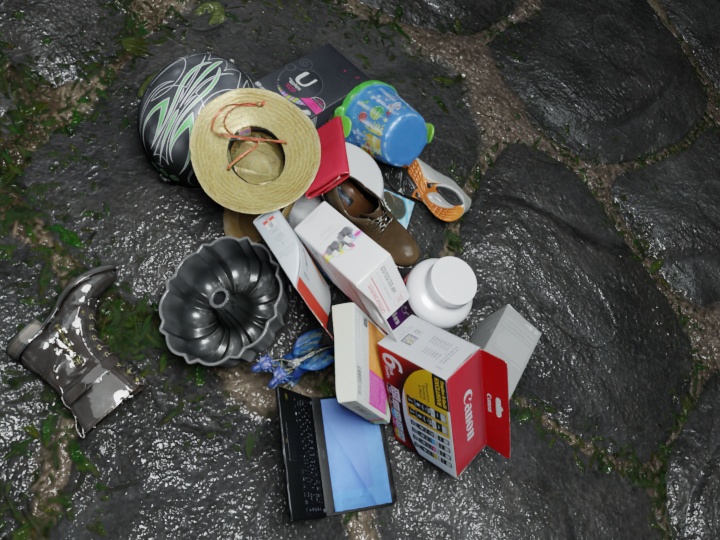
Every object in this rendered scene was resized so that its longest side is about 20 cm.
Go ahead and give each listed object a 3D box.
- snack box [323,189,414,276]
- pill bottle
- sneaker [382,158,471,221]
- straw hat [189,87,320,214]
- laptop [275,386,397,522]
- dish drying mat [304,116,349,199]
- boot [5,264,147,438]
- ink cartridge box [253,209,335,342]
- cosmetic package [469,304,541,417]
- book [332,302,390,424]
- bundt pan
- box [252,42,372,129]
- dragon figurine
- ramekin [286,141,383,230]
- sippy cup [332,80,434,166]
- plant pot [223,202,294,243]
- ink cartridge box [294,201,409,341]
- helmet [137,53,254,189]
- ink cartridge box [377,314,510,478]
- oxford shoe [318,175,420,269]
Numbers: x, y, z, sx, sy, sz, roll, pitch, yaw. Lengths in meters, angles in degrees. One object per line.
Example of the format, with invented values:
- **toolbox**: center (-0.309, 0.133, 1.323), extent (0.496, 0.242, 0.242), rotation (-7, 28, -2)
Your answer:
- **snack box**: center (0.017, -0.059, 1.117), extent (0.115, 0.037, 0.202), rotation (22, 61, -8)
- **pill bottle**: center (0.107, 0.054, 1.005), extent (0.111, 0.200, 0.114), rotation (8, 63, -17)
- **sneaker**: center (0.129, -0.167, 1.201), extent (0.200, 0.076, 0.092), rotation (44, 26, 16)
- **straw hat**: center (-0.153, -0.164, 0.931), extent (0.198, 0.085, 0.204), rotation (1, 73, -3)
- **laptop**: center (-0.032, 0.262, 0.913), extent (0.102, 0.200, 0.180), rotation (-15, 67, 13)
- **dish drying mat**: center (-0.054, -0.178, 0.963), extent (0.018, 0.076, 0.201), rotation (49, 18, -31)
- **boot**: center (-0.372, 0.111, 0.883), extent (0.174, 0.069, 0.201), rotation (41, 67, -2)
- **ink cartridge box**: center (-0.070, 0.020, 0.913), extent (0.050, 0.163, 0.201), rotation (-37, 63, -5)
- **cosmetic package**: center (0.213, 0.169, 1.048), extent (0.090, 0.107, 0.200), rotation (41, 57, -1)
- **book**: center (0.007, 0.144, 0.914), extent (0.047, 0.200, 0.136), rotation (-8, 66, 13)
- **bundt pan**: center (-0.195, 0.055, 0.927), extent (0.199, 0.076, 0.205), rotation (-7, 63, 14)
- **box**: center (-0.093, -0.309, 1.142), extent (0.122, 0.106, 0.200), rotation (43, 59, 13)
- **dragon figurine**: center (-0.077, 0.130, 0.959), extent (0.198, 0.100, 0.059), rotation (-24, 77, -28)
- **ramekin**: center (-0.052, -0.125, 1.058), extent (0.197, 0.098, 0.203), rotation (1, 60, -2)
- **sippy cup**: center (0.047, -0.251, 1.101), extent (0.177, 0.141, 0.130), rotation (-35, 43, -12)
- **plant pot**: center (-0.155, -0.128, 1.007), extent (0.027, 0.199, 0.203), rotation (25, 56, -39)
- **ink cartridge box**: center (0.000, 0.000, 0.906), extent (0.068, 0.116, 0.200), rotation (-42, 53, -9)
- **helmet**: center (-0.261, -0.244, 1.004), extent (0.197, 0.191, 0.203), rotation (7, 64, -14)
- **ink cartridge box**: center (0.125, 0.193, 0.910), extent (0.084, 0.202, 0.174), rotation (-34, 39, -32)
- **oxford shoe**: center (0.021, -0.071, 0.950), extent (0.199, 0.084, 0.073), rotation (39, 79, -17)
